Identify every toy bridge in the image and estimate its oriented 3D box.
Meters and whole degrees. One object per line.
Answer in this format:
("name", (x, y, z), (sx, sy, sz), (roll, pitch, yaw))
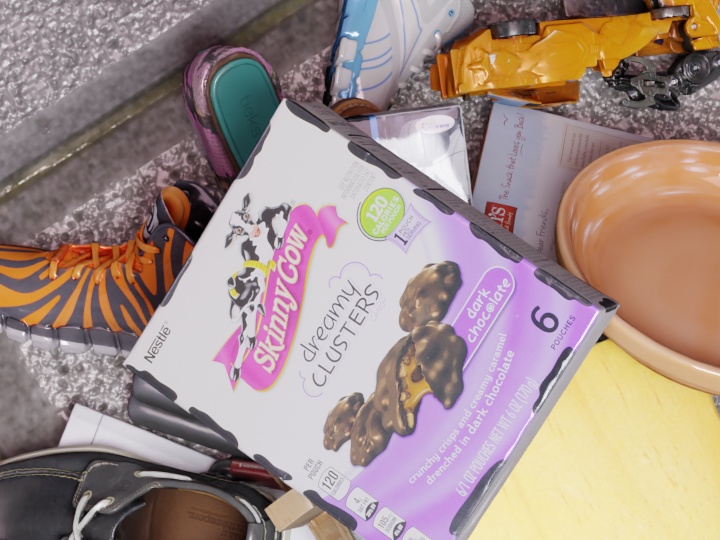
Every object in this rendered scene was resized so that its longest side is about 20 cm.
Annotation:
("toy bridge", (-0.034, 0.135, 1.239), (0.027, 0.067, 0.201), (-36, 80, 8))

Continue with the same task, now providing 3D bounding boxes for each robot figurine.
("robot figurine", (0.134, -0.164, 1.306), (0.198, 0.058, 0.147), (-8, 91, -23))

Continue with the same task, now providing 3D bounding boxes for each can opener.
("can opener", (-0.040, 0.086, 1.320), (0.198, 0.054, 0.067), (18, 54, -1))

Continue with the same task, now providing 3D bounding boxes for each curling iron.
("curling iron", (-0.003, 0.143, 1.296), (0.198, 0.026, 0.050), (4, 85, -2))

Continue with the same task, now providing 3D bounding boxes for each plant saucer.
("plant saucer", (0.202, 0.003, 1.195), (0.198, 0.038, 0.201), (7, 42, -6))

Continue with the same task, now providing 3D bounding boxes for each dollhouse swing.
("dollhouse swing", (0.112, 0.150, 1.254), (0.198, 0.176, 0.183), (-21, 86, -3))

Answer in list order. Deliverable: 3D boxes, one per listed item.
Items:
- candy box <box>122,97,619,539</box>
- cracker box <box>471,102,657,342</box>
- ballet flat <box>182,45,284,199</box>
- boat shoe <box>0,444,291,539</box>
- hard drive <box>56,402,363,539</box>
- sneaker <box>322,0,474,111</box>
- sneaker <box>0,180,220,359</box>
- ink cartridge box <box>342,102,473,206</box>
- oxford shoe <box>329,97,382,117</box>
("candy box", (0.004, 0.034, 1.126), (0.199, 0.071, 0.169), (34, 100, 11))
("cracker box", (0.159, -0.017, 1.281), (0.198, 0.058, 0.135), (15, 45, 2))
("ballet flat", (-0.055, -0.042, 1.300), (0.069, 0.071, 0.201), (-27, 107, -16))
("boat shoe", (-0.143, 0.142, 1.259), (0.198, 0.068, 0.073), (5, 91, 14))
("hard drive", (-0.105, 0.179, 1.315), (0.198, 0.027, 0.133), (22, 86, -1))
("sneaker", (0.024, -0.141, 1.317), (0.086, 0.075, 0.202), (10, 87, -7))
("sneaker", (-0.141, -0.008, 1.272), (0.198, 0.078, 0.113), (13, 126, 1))
("ink cartridge box", (0.019, 0.013, 1.199), (0.098, 0.039, 0.202), (-9, 98, -5))
("oxford shoe", (0.000, 0.000, 1.254), (0.071, 0.071, 0.202), (5, 89, -30))
